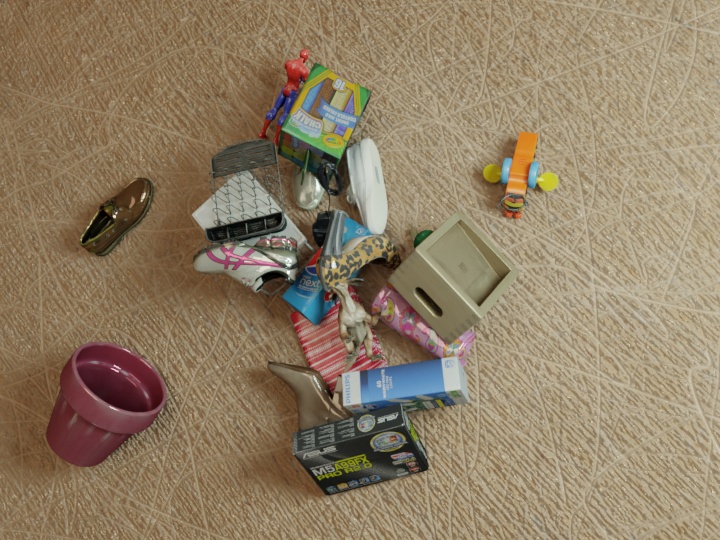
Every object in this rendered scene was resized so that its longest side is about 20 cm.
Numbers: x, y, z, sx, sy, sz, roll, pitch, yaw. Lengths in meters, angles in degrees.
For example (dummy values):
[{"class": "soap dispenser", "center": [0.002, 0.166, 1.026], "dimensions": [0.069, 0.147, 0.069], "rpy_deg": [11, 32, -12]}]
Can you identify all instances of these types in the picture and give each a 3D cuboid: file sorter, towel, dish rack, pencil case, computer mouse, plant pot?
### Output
[{"class": "file sorter", "center": [-0.200, -0.069, 1.326], "dimensions": [0.139, 0.125, 0.200], "rpy_deg": [-42, 71, 1]}, {"class": "towel", "center": [-0.041, 0.141, 1.290], "dimensions": [0.144, 0.022, 0.202], "rpy_deg": [-26, 72, 8]}, {"class": "dish rack", "center": [-0.216, -0.152, 1.256], "dimensions": [0.152, 0.055, 0.202], "rpy_deg": [-11, 74, 9]}, {"class": "pencil case", "center": [0.114, 0.100, 1.229], "dimensions": [0.199, 0.087, 0.088], "rpy_deg": [35, 87, 18]}, {"class": "computer mouse", "center": [-0.060, -0.122, 1.286], "dimensions": [0.058, 0.202, 0.034], "rpy_deg": [7, 40, 3]}, {"class": "plant pot", "center": [-0.505, 0.268, 1.302], "dimensions": [0.200, 0.200, 0.180], "rpy_deg": [44, 106, 19]}]

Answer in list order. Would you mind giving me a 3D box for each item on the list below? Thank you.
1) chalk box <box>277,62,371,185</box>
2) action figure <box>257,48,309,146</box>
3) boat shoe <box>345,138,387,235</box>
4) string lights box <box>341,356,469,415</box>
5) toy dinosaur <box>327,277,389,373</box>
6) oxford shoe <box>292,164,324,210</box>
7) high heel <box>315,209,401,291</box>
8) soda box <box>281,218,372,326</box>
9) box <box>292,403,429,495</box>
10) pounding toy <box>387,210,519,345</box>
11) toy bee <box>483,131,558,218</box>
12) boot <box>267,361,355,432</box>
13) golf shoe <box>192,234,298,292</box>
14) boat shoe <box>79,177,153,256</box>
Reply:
[{"class": "chalk box", "center": [-0.081, -0.263, 1.290], "dimensions": [0.123, 0.125, 0.202], "rpy_deg": [26, 73, -5]}, {"class": "action figure", "center": [-0.142, -0.364, 1.420], "dimensions": [0.065, 0.099, 0.202], "rpy_deg": [29, 108, 16]}, {"class": "boat shoe", "center": [0.004, -0.161, 1.327], "dimensions": [0.068, 0.072, 0.202], "rpy_deg": [-15, 76, 26]}, {"class": "string lights box", "center": [0.077, 0.200, 1.144], "dimensions": [0.198, 0.103, 0.060], "rpy_deg": [-11, 64, 14]}, {"class": "toy dinosaur", "center": [-0.016, 0.088, 1.226], "dimensions": [0.085, 0.202, 0.136], "rpy_deg": [-15, 40, -19]}, {"class": "oxford shoe", "center": [-0.105, -0.223, 1.374], "dimensions": [0.074, 0.058, 0.202], "rpy_deg": [4, 80, 14]}, {"class": "high heel", "center": [0.000, 0.000, 1.195], "dimensions": [0.071, 0.199, 0.144], "rpy_deg": [-10, 58, 42]}, {"class": "soda box", "center": [-0.055, 0.001, 1.285], "dimensions": [0.064, 0.068, 0.201], "rpy_deg": [32, 79, 32]}, {"class": "box", "center": [0.003, 0.313, 1.166], "dimensions": [0.198, 0.161, 0.045], "rpy_deg": [-17, 44, 9]}, {"class": "pounding toy", "center": [0.146, -0.002, 1.195], "dimensions": [0.200, 0.142, 0.184], "rpy_deg": [46, 47, 5]}, {"class": "toy bee", "center": [0.283, -0.156, 1.246], "dimensions": [0.130, 0.109, 0.200], "rpy_deg": [31, 61, 27]}, {"class": "boot", "center": [-0.091, 0.256, 1.237], "dimensions": [0.198, 0.070, 0.148], "rpy_deg": [11, 88, 15]}, {"class": "golf shoe", "center": [-0.209, -0.007, 1.210], "dimensions": [0.198, 0.073, 0.093], "rpy_deg": [-6, 77, 11]}, {"class": "boat shoe", "center": [-0.523, -0.120, 1.451], "dimensions": [0.072, 0.068, 0.201], "rpy_deg": [32, 86, 20]}]
